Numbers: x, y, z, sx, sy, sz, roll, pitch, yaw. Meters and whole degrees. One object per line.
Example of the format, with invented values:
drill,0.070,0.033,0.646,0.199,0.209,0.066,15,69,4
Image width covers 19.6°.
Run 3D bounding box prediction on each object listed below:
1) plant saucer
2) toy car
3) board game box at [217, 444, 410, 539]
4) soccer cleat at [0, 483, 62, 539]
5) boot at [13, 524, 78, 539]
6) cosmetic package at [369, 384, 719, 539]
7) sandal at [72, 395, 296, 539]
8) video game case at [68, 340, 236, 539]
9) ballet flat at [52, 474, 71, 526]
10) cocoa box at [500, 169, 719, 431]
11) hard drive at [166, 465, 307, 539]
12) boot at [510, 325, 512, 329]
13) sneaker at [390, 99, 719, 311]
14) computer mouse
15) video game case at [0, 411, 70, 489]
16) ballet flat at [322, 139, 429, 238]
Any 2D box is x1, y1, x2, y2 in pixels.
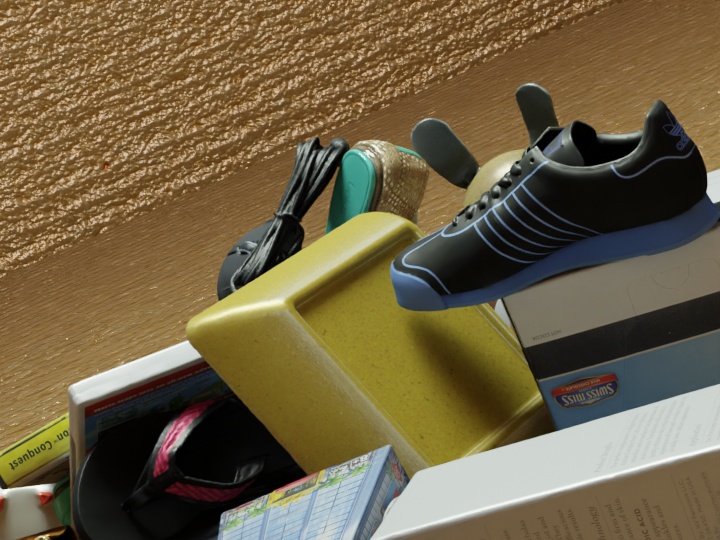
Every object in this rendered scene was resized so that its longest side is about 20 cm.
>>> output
plant saucer,0.028,0.058,1.228,0.200,0.200,0.048,-34,-11,-50
toy car,0.117,-0.026,1.474,0.164,0.200,0.158,-18,11,22
board game box,-0.062,0.189,1.061,0.200,0.062,0.200,-23,17,8
soccer cleat,-0.285,0.199,1.523,0.200,0.069,0.078,-22,3,8
boot,-0.255,0.208,1.390,0.144,0.071,0.201,-27,21,-10
cosmetic package,0.115,0.125,1.061,0.200,0.074,0.102,-19,10,23
sandal,-0.091,0.111,1.296,0.200,0.075,0.045,-23,-1,-31
video game case,-0.121,0.107,1.361,0.143,0.017,0.200,-21,-28,-20
ballet flat,-0.120,0.141,1.485,0.200,0.070,0.067,-29,-17,-18
cocoa box,0.206,0.023,1.221,0.200,0.131,0.133,-18,14,21
hard drive,-0.095,0.176,1.306,0.135,0.042,0.200,-16,10,29
boot,0.193,0.035,1.367,0.200,0.107,0.075,6,12,-1
sneaker,0.099,-0.037,1.176,0.200,0.078,0.070,-17,18,24
computer mouse,-0.059,-0.031,1.459,0.141,0.046,0.200,-60,-3,-9
video game case,-0.148,0.094,1.438,0.181,0.026,0.200,-30,-7,4
ballet flat,0.000,0.000,1.429,0.065,0.200,0.071,-5,42,-36
